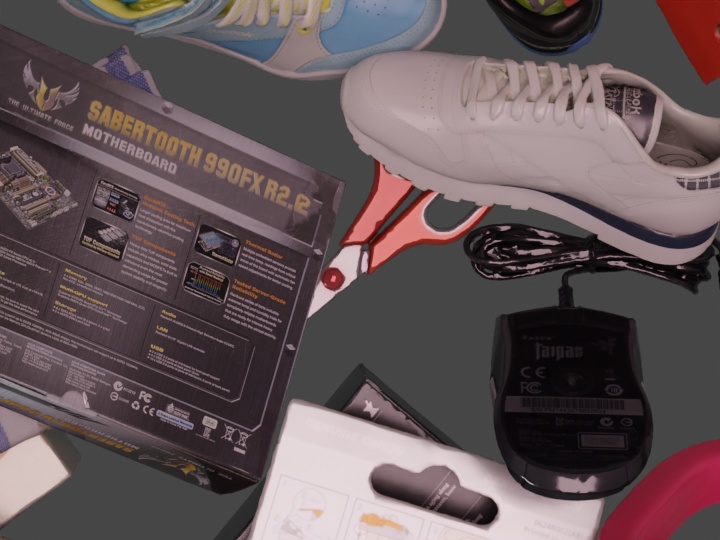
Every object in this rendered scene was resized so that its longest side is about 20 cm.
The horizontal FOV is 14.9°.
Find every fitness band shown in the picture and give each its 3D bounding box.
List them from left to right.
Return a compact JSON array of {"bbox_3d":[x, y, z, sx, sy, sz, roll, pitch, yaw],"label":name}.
[{"bbox_3d":[0.191,0.130,1.292,0.143,0.200,0.038,9,111,25],"label":"fitness band"}]

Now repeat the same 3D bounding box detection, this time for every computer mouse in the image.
[{"bbox_3d":[0.125,0.049,1.305,0.139,0.201,0.046,-1,127,-4],"label":"computer mouse"}]

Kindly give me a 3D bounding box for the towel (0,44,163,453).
[{"bbox_3d":[-0.154,-0.004,1.311,0.199,0.024,0.148,-30,92,-29],"label":"towel"}]

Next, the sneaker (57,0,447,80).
[{"bbox_3d":[-0.054,-0.134,1.298,0.198,0.131,0.080,6,92,-3],"label":"sneaker"}]

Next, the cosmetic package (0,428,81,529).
[{"bbox_3d":[-0.233,0.044,1.331,0.105,0.071,0.200,-37,94,0],"label":"cosmetic package"}]

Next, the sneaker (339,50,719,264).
[{"bbox_3d":[0.090,-0.072,1.319,0.199,0.081,0.077,15,58,-4],"label":"sneaker"}]

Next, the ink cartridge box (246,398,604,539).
[{"bbox_3d":[0.010,0.178,1.290,0.159,0.047,0.201,17,86,-3],"label":"ink cartridge box"}]

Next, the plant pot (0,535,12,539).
[{"bbox_3d":[-0.199,0.224,1.260,0.200,0.200,0.179,45,106,-4],"label":"plant pot"}]

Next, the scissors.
[{"bbox_3d":[0.000,0.000,1.365,0.073,0.014,0.201,35,90,-5],"label":"scissors"}]

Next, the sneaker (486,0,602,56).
[{"bbox_3d":[0.053,-0.191,1.322,0.071,0.083,0.200,-36,93,1],"label":"sneaker"}]

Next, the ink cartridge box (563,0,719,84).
[{"bbox_3d":[0.115,-0.174,1.241,0.050,0.109,0.201,-33,91,-30],"label":"ink cartridge box"}]

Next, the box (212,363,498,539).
[{"bbox_3d":[-0.010,0.168,1.343,0.141,0.079,0.200,40,92,-7],"label":"box"}]

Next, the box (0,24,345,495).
[{"bbox_3d":[-0.120,-0.005,1.288,0.199,0.048,0.159,23,68,-21],"label":"box"}]
